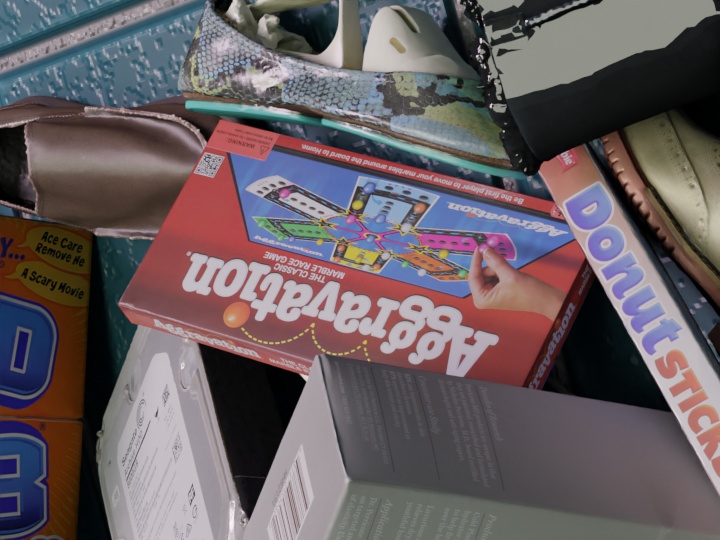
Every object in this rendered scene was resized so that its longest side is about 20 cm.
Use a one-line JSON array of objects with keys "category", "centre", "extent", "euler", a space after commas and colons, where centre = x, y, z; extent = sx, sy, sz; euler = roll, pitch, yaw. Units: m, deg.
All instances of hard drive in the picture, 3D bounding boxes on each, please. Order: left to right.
[{"category": "hard drive", "centre": [-0.078, 0.104, 1.176], "extent": [0.200, 0.038, 0.140], "euler": [-108, 34, -47]}]

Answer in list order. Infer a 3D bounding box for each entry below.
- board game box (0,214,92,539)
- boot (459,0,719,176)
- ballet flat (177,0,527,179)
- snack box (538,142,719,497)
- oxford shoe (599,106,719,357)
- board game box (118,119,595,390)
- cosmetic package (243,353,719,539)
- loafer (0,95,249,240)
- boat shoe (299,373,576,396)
[{"category": "board game box", "centre": [-0.280, 0.070, 1.276], "extent": [0.199, 0.200, 0.201], "euler": [-2, 84, 44]}, {"category": "boot", "centre": [0.127, -0.074, 0.930], "extent": [0.162, 0.073, 0.199], "euler": [-15, 83, 21]}, {"category": "ballet flat", "centre": [-0.002, -0.089, 1.096], "extent": [0.200, 0.074, 0.075], "euler": [14, 112, 37]}, {"category": "snack box", "centre": [0.116, 0.021, 0.967], "extent": [0.024, 0.072, 0.200], "euler": [-31, 56, 8]}, {"category": "oxford shoe", "centre": [0.153, -0.021, 0.980], "extent": [0.074, 0.071, 0.200], "euler": [-34, 71, 12]}, {"category": "board game box", "centre": [0.000, 0.000, 1.079], "extent": [0.199, 0.103, 0.019], "euler": [15, 157, 29]}, {"category": "cosmetic package", "centre": [0.066, 0.110, 0.991], "extent": [0.090, 0.199, 0.107], "euler": [-107, 33, -53]}, {"category": "loafer", "centre": [-0.129, -0.045, 1.222], "extent": [0.200, 0.071, 0.073], "euler": [4, 105, 43]}, {"category": "boat shoe", "centre": [0.039, 0.048, 1.092], "extent": [0.202, 0.072, 0.060], "euler": [40, 127, 20]}]
